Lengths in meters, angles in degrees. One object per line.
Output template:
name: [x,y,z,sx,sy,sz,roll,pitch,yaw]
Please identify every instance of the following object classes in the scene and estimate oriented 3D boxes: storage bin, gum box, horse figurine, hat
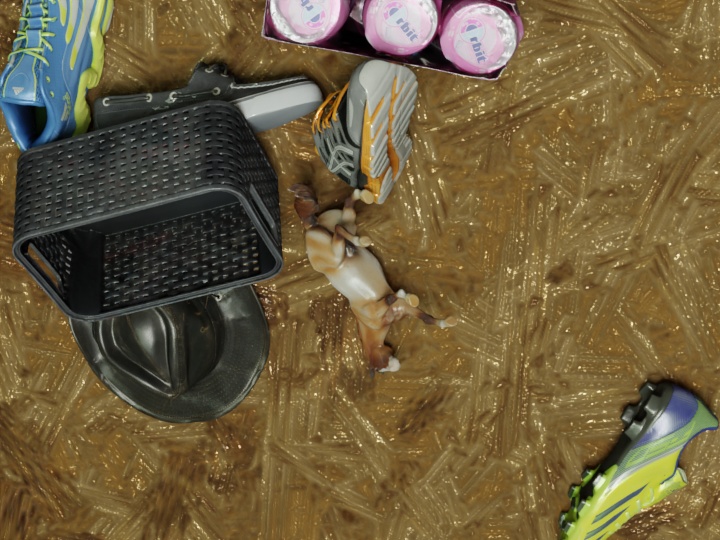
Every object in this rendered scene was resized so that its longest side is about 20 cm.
storage bin: [-0.175,-0.047,1.207,0.199,0.094,0.135,-13,145,11]
gum box: [0.032,-0.208,1.159,0.199,0.114,0.067,11,111,3]
horse figurine: [0.000,0.000,1.252,0.050,0.132,0.200,-42,103,-25]
hat: [-0.179,0.059,1.300,0.199,0.081,0.202,2,110,6]

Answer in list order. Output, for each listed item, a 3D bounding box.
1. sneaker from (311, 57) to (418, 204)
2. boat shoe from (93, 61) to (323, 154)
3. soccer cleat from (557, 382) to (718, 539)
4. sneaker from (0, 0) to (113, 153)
sneaker: [-0.003,-0.116,1.170,0.077,0.200,0.079,29,72,9]
boat shoe: [-0.133,-0.144,1.234,0.199,0.070,0.067,-14,85,8]
soccer cleat: [0.245,0.192,1.301,0.083,0.065,0.201,28,110,-6]
sneaker: [-0.255,-0.185,1.210,0.075,0.105,0.201,7,111,5]
